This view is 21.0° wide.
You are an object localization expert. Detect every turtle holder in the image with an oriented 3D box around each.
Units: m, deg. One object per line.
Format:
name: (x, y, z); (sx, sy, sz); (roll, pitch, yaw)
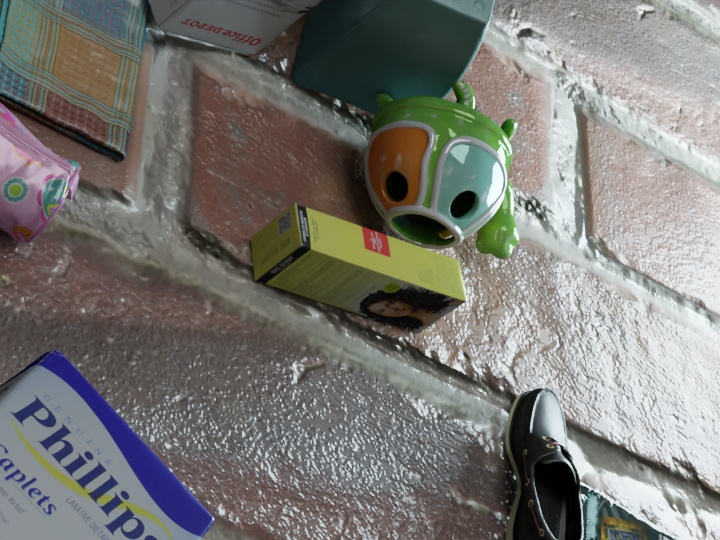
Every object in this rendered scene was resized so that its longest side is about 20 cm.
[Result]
turtle holder: (0.078, -0.087, 1.899); (0.186, 0.140, 0.132); (65, 33, -59)

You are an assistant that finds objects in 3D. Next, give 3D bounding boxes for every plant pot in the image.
plant pot: (0.048, -0.255, 1.876); (0.141, 0.200, 0.142); (21, 65, -19)

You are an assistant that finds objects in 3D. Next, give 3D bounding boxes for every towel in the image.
towel: (-0.257, -0.206, 1.723); (0.146, 0.022, 0.201); (26, 47, -29)

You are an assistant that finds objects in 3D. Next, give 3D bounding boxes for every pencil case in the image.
pencil case: (-0.319, -0.110, 1.544); (0.200, 0.087, 0.088); (40, 41, -17)

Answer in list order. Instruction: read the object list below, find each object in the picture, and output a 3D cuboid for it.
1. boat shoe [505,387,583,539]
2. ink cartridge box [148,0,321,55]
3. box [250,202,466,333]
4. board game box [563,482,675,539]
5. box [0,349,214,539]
boat shoe: (0.179, 0.193, 1.839); (0.074, 0.063, 0.202); (28, 44, -25)
ink cartridge box: (-0.089, -0.297, 1.800); (0.145, 0.200, 0.084); (8, 54, -53)
box: (0.000, 0.000, 1.788); (0.200, 0.075, 0.050); (18, 51, -34)
board game box: (0.242, 0.313, 1.838); (0.135, 0.028, 0.200); (32, 45, -24)
box: (-0.237, 0.190, 1.395); (0.184, 0.105, 0.200); (48, 39, -8)
